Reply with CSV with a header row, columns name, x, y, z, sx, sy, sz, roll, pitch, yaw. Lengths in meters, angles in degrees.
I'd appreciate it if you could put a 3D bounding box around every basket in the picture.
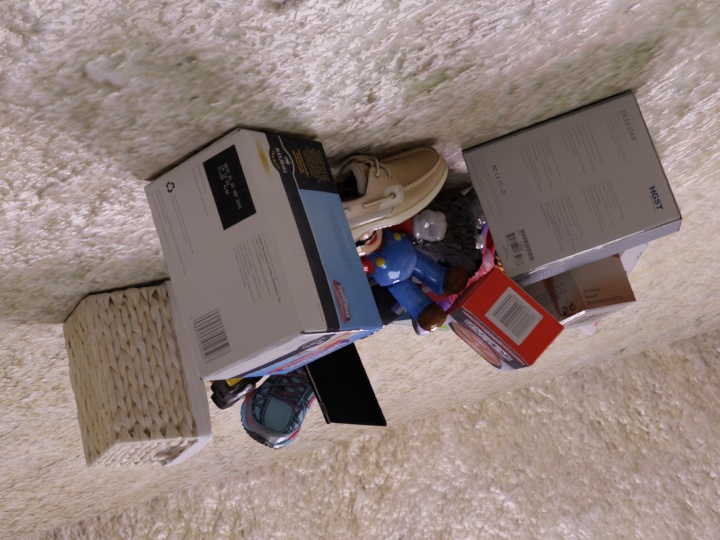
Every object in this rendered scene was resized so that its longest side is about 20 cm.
name,x,y,z,sx,sy,sz,roll,pitch,yaw
basket,-0.267,0.126,1.717,0.123,0.200,0.136,-4,161,-28

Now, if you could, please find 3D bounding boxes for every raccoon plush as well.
name,x,y,z,sx,sy,sz,roll,pitch,yaw
raccoon plush,0.089,-0.077,1.691,0.097,0.134,0.200,-8,139,23

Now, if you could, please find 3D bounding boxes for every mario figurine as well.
name,x,y,z,sx,sy,sz,roll,pitch,yaw
mario figurine,0.026,-0.018,1.570,0.200,0.123,0.106,36,129,-18

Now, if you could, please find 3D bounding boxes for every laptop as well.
name,x,y,z,sx,sy,sz,roll,pitch,yaw
laptop,-0.016,0.073,1.699,0.116,0.187,0.200,-17,-171,26

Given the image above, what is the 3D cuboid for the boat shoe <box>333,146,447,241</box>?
name,x,y,z,sx,sy,sz,roll,pitch,yaw
boat shoe,0.007,-0.083,1.489,0.200,0.072,0.065,-30,132,-23

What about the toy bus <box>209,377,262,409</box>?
name,x,y,z,sx,sy,sz,roll,pitch,yaw
toy bus,-0.133,0.067,1.842,0.192,0.136,0.200,-32,172,-13

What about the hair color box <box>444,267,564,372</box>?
name,x,y,z,sx,sy,sz,roll,pitch,yaw
hair color box,0.155,0.059,1.630,0.061,0.102,0.200,-48,178,-6

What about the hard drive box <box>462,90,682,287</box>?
name,x,y,z,sx,sy,sz,roll,pitch,yaw
hard drive box,0.232,-0.086,1.608,0.200,0.156,0.077,-19,167,6

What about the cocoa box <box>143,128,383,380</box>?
name,x,y,z,sx,sy,sz,roll,pitch,yaw
cocoa box,-0.090,-0.012,1.366,0.133,0.200,0.131,-26,165,31

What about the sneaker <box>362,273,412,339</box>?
name,x,y,z,sx,sy,sz,roll,pitch,yaw
sneaker,0.000,0.000,1.701,0.075,0.116,0.200,-30,-168,14

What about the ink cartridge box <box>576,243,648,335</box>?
name,x,y,z,sx,sy,sz,roll,pitch,yaw
ink cartridge box,0.314,-0.022,1.922,0.200,0.083,0.147,-59,163,2

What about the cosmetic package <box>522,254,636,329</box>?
name,x,y,z,sx,sy,sz,roll,pitch,yaw
cosmetic package,0.233,-0.035,1.718,0.103,0.200,0.087,-10,164,-41

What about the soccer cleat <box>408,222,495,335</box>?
name,x,y,z,sx,sy,sz,roll,pitch,yaw
soccer cleat,0.120,0.001,1.773,0.073,0.200,0.068,10,138,25

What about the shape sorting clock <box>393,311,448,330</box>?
name,x,y,z,sx,sy,sz,roll,pitch,yaw
shape sorting clock,0.118,0.049,1.892,0.200,0.039,0.200,-1,171,0

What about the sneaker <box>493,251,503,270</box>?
name,x,y,z,sx,sy,sz,roll,pitch,yaw
sneaker,0.196,-0.040,1.971,0.090,0.070,0.200,3,159,-22

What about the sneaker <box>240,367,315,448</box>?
name,x,y,z,sx,sy,sz,roll,pitch,yaw
sneaker,-0.080,0.131,1.783,0.200,0.079,0.096,-56,176,-48
